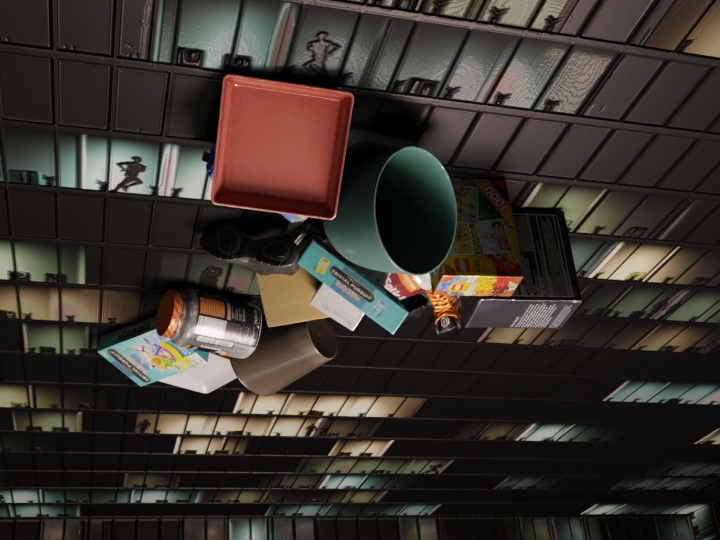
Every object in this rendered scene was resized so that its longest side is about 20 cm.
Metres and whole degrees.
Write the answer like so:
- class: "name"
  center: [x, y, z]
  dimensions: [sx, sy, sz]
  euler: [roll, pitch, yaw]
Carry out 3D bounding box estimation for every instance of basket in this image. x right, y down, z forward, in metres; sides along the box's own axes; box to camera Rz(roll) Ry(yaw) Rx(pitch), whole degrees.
- class: "basket"
  center: [-0.162, 0.182, 2.052]
  dimensions: [0.198, 0.138, 0.180]
  euler: [-26, 146, 25]

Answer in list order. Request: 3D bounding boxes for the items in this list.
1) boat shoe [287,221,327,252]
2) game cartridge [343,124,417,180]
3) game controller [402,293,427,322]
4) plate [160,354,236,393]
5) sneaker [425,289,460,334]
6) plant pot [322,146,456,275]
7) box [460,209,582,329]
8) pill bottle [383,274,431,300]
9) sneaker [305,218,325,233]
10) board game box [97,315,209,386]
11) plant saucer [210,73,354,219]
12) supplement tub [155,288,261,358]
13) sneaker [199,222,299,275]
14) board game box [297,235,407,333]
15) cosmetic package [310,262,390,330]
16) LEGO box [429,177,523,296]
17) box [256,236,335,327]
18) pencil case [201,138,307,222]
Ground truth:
- class: "boat shoe"
  center: [-0.058, -0.088, 1.664]
  dimensions: [0.070, 0.064, 0.199]
  euler: [20, 142, -36]
- class: "game cartridge"
  center: [-0.017, -0.191, 1.527]
  dimensions: [0.197, 0.039, 0.130]
  euler: [9, 143, -23]
- class: "game controller"
  center: [0.066, 0.068, 1.855]
  dimensions: [0.103, 0.043, 0.200]
  euler: [-18, -167, -10]
- class: "plate"
  center: [-0.390, 0.230, 2.191]
  dimensions: [0.198, 0.033, 0.199]
  euler: [23, 140, -40]
- class: "sneaker"
  center: [0.175, 0.065, 1.916]
  dimensions: [0.077, 0.113, 0.200]
  euler: [-15, 149, 17]
- class: "plant pot"
  center: [0.034, -0.091, 1.489]
  dimensions: [0.160, 0.203, 0.199]
  euler: [-2, 160, 45]
- class: "box"
  center: [0.290, -0.004, 1.731]
  dimensions: [0.195, 0.202, 0.124]
  euler: [2, 150, -11]
- class: "pill bottle"
  center: [0.080, -0.003, 1.783]
  dimensions: [0.198, 0.116, 0.114]
  euler: [-23, 146, 28]
- class: "sneaker"
  center: [-0.081, -0.127, 1.588]
  dimensions: [0.198, 0.084, 0.072]
  euler: [30, 171, -6]
- class: "board game box"
  center: [-0.460, 0.177, 2.040]
  dimensions: [0.198, 0.047, 0.151]
  euler: [-21, 132, 24]
- class: "plant saucer"
  center: [-0.121, -0.190, 1.403]
  dimensions: [0.197, 0.037, 0.203]
  euler: [7, 109, -7]
- class: "supplement tub"
  center: [-0.316, 0.108, 1.903]
  dimensions: [0.198, 0.124, 0.122]
  euler: [16, 144, -31]
- class: "sneaker"
  center: [-0.204, -0.028, 1.696]
  dimensions: [0.197, 0.077, 0.091]
  euler: [16, 158, 14]
- class: "board game box"
  center: [-0.015, 0.020, 1.579]
  dimensions: [0.199, 0.047, 0.151]
  euler: [36, -177, -6]
- class: "cosmetic package"
  center: [0.000, 0.000, 1.697]
  dimensions: [0.101, 0.074, 0.201]
  euler: [31, 105, -3]
- class: "LEGO box"
  center: [0.194, -0.059, 1.619]
  dimensions: [0.147, 0.202, 0.077]
  euler: [1, 151, -12]
- class: "box"
  center: [-0.101, 0.014, 1.764]
  dimensions: [0.197, 0.166, 0.021]
  euler: [-10, -169, 10]
- class: "pencil case"
  center: [-0.158, -0.150, 1.481]
  dimensions: [0.198, 0.088, 0.078]
  euler: [28, -179, -19]
